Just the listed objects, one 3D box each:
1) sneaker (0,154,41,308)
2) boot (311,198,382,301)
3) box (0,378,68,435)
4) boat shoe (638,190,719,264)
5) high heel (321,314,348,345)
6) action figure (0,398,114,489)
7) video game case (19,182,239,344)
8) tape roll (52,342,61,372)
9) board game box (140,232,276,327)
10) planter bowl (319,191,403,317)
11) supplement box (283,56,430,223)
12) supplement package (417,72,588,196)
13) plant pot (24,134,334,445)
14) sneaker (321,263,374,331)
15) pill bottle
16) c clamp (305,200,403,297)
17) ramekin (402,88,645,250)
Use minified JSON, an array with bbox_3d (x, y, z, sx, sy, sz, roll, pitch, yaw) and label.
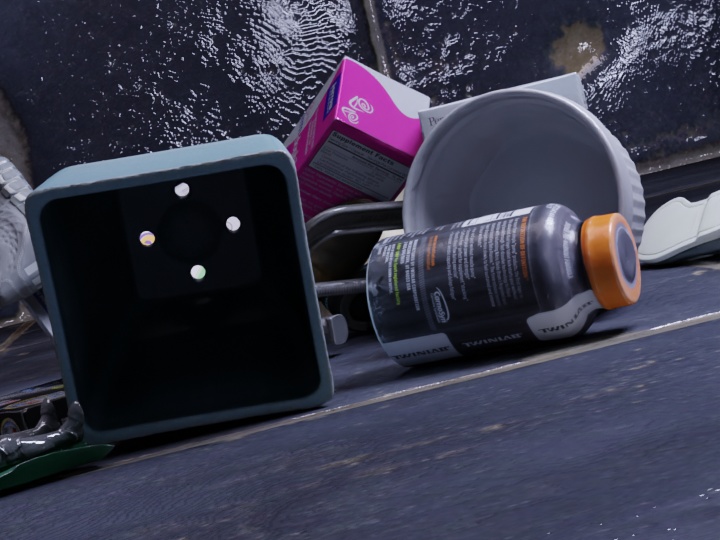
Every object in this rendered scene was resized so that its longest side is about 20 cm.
[{"bbox_3d":[-0.328,-0.027,1.626,0.115,0.075,0.200,-37,35,-10],"label":"sneaker"},{"bbox_3d":[-0.051,0.017,1.774,0.200,0.075,0.097,-42,18,30],"label":"boot"},{"bbox_3d":[-0.233,0.114,1.527,0.199,0.044,0.160,-16,4,-41],"label":"box"},{"bbox_3d":[0.334,-0.032,1.792,0.062,0.073,0.200,31,-20,-16],"label":"boat shoe"},{"bbox_3d":[-0.120,0.065,1.654,0.142,0.072,0.200,-9,-6,31],"label":"high heel"},{"bbox_3d":[-0.287,0.140,1.294,0.200,0.055,0.118,-21,11,-39],"label":"action figure"},{"bbox_3d":[-0.191,0.001,1.621,0.200,0.018,0.143,-30,46,-17],"label":"video game case"},{"bbox_3d":[-0.228,0.018,1.763,0.139,0.204,0.203,-13,4,-4],"label":"tape roll"},{"bbox_3d":[-0.156,0.012,1.571,0.199,0.030,0.096,18,52,32],"label":"board game box"},{"bbox_3d":[0.014,-0.020,2.010,0.199,0.135,0.200,-13,4,1],"label":"planter bowl"},{"bbox_3d":[-0.024,-0.094,1.811,0.200,0.103,0.101,-51,21,38],"label":"supplement box"},{"bbox_3d":[0.152,-0.068,1.713,0.151,0.201,0.151,-13,3,8],"label":"supplement package"},{"bbox_3d":[-0.133,-0.007,1.425,0.195,0.197,0.200,-10,17,0],"label":"plant pot"},{"bbox_3d":[0.051,0.004,1.880,0.199,0.076,0.079,-15,15,-23],"label":"sneaker"},{"bbox_3d":[0.113,0.008,1.429,0.199,0.107,0.106,-11,4,25],"label":"pill bottle"},{"bbox_3d":[0.000,0.000,1.718,0.199,0.027,0.171,-1,-44,-41],"label":"c clamp"},{"bbox_3d":[0.146,-0.050,1.563,0.199,0.201,0.105,-11,-5,26],"label":"ramekin"}]
